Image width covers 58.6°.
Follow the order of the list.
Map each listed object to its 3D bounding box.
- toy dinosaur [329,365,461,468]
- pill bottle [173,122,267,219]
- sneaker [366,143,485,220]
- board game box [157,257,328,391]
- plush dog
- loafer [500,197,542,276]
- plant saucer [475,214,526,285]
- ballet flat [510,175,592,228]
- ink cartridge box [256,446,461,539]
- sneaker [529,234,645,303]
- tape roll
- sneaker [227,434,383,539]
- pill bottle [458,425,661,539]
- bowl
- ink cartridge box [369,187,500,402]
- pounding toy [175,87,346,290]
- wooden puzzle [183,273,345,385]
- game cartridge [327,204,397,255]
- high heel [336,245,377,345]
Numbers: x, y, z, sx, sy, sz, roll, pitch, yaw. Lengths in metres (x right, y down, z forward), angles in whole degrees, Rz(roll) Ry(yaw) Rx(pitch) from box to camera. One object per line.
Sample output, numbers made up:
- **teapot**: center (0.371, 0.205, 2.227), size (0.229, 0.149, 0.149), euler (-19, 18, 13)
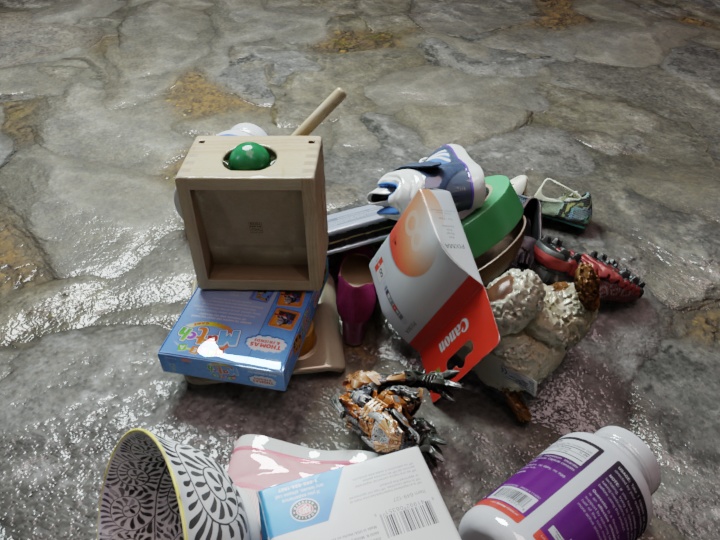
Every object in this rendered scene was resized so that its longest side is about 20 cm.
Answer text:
- **toy dinosaur**: center (0.028, 0.139, 0.688), size (0.134, 0.103, 0.201), euler (11, 27, -17)
- **pill bottle**: center (-0.211, -0.155, 1.031), size (0.111, 0.113, 0.201), euler (9, 39, 6)
- **sneaker**: center (0.075, -0.122, 0.880), size (0.144, 0.082, 0.200), euler (-7, 20, -6)
- **board game box**: center (-0.135, 0.049, 0.787), size (0.149, 0.037, 0.201), euler (7, 40, 10)
- **plush dog**: center (0.215, 0.072, 0.779), size (0.171, 0.200, 0.162), euler (-29, 82, -21)
- **loafer**: center (0.240, -0.043, 0.963), size (0.071, 0.063, 0.201), euler (28, 40, -6)
- **plant saucer**: center (0.144, -0.012, 0.885), size (0.199, 0.037, 0.201), euler (-30, 16, 10)
- **ballet flat**: center (0.287, -0.124, 1.068), size (0.197, 0.075, 0.075), euler (12, 40, 5)
- **ink cartridge box**: center (0.011, 0.279, 0.505), size (0.145, 0.146, 0.201), euler (-10, 41, -15)
- **sneaker**: center (0.310, 0.022, 0.901), size (0.198, 0.099, 0.071), euler (14, 21, -26)
- **tape roll**: center (0.130, -0.061, 0.909), size (0.199, 0.048, 0.201), euler (-30, 16, 9)
- **sneaker**: center (-0.042, 0.229, 0.619), size (0.197, 0.076, 0.105), euler (8, 42, 9)
- **pill bottle**: center (0.195, 0.230, 0.606), size (0.198, 0.113, 0.112), euler (-24, 47, -30)
- **bowl**: center (-0.145, 0.235, 0.542), size (0.093, 0.202, 0.201), euler (6, 32, -38)
- **ink cartridge box**: center (0.077, 0.032, 0.755), size (0.050, 0.163, 0.202), euler (4, 55, -24)
- **pounding toy**: center (-0.108, -0.098, 0.777), size (0.181, 0.202, 0.143), euler (1, 38, 2)
- **wooden puzzle**: center (-0.124, 0.059, 0.835), size (0.197, 0.047, 0.186), euler (-2, 40, -8)
- **game cartridge**: center (-0.018, -0.062, 0.947), size (0.197, 0.041, 0.133), euler (-16, 18, -9)
- **high heel**: center (0.000, 0.000, 0.876), size (0.066, 0.097, 0.201), euler (1, 40, -3)
